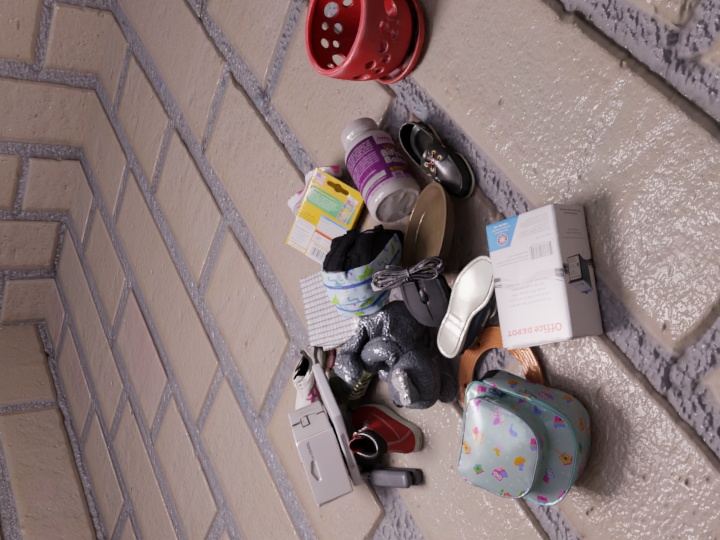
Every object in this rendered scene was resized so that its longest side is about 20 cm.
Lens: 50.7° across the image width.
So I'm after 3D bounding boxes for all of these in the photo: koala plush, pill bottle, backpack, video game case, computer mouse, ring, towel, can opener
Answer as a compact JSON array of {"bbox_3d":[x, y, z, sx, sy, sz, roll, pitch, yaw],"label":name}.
[{"bbox_3d":[0.082,0.178,1.414,0.200,0.175,0.186,49,118,45],"label":"koala plush"},{"bbox_3d":[0.034,-0.205,1.509,0.113,0.110,0.203,-53,52,39],"label":"pill bottle"},{"bbox_3d":[0.252,0.265,1.181,0.196,0.153,0.181,13,104,24],"label":"backpack"},{"bbox_3d":[-0.050,0.321,1.597,0.200,0.023,0.186,-125,18,-62],"label":"video game case"},{"bbox_3d":[0.115,0.053,1.345,0.136,0.200,0.054,-15,56,23],"label":"computer mouse"},{"bbox_3d":[0.244,0.199,1.315,0.198,0.019,0.206,4,95,54],"label":"ring"},{"bbox_3d":[0.000,0.000,1.457,0.159,0.200,0.158,-6,96,11],"label":"backpack"},{"bbox_3d":[-0.040,0.077,1.643,0.198,0.084,0.170,-23,75,49],"label":"towel"},{"bbox_3d":[0.044,0.406,1.560,0.198,0.052,0.069,-16,79,51],"label":"can opener"}]

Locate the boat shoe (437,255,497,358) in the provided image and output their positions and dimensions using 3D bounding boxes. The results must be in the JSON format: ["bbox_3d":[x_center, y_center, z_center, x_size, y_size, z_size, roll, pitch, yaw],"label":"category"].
[{"bbox_3d":[0.196,0.062,1.312,0.074,0.061,0.204,35,120,35],"label":"boat shoe"}]

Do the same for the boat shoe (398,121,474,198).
[{"bbox_3d":[0.139,-0.205,1.412,0.203,0.062,0.074,56,130,34],"label":"boat shoe"}]

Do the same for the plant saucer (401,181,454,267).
[{"bbox_3d":[0.126,-0.061,1.405,0.200,0.029,0.206,-168,89,-74],"label":"plant saucer"}]

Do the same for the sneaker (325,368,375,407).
[{"bbox_3d":[-0.008,0.244,1.618,0.199,0.066,0.092,-26,71,56],"label":"sneaker"}]

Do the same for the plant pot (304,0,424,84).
[{"bbox_3d":[0.015,-0.467,1.469,0.198,0.179,0.206,3,94,53],"label":"plant pot"}]

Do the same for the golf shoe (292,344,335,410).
[{"bbox_3d":[-0.128,0.255,1.757,0.072,0.090,0.204,40,123,43],"label":"golf shoe"}]

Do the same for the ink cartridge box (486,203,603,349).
[{"bbox_3d":[0.286,0.012,1.196,0.145,0.084,0.206,-17,78,52],"label":"ink cartridge box"}]

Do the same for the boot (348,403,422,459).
[{"bbox_3d":[0.010,0.323,1.529,0.198,0.142,0.075,11,100,53],"label":"boot"}]

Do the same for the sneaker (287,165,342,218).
[{"bbox_3d":[-0.091,-0.163,1.716,0.200,0.080,0.090,-47,59,50],"label":"sneaker"}]

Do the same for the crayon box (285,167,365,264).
[{"bbox_3d":[-0.070,-0.117,1.649,0.124,0.052,0.203,29,122,5],"label":"crayon box"}]

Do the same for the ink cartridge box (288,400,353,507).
[{"bbox_3d":[-0.086,0.380,1.597,0.200,0.082,0.149,-148,39,-78],"label":"ink cartridge box"}]
